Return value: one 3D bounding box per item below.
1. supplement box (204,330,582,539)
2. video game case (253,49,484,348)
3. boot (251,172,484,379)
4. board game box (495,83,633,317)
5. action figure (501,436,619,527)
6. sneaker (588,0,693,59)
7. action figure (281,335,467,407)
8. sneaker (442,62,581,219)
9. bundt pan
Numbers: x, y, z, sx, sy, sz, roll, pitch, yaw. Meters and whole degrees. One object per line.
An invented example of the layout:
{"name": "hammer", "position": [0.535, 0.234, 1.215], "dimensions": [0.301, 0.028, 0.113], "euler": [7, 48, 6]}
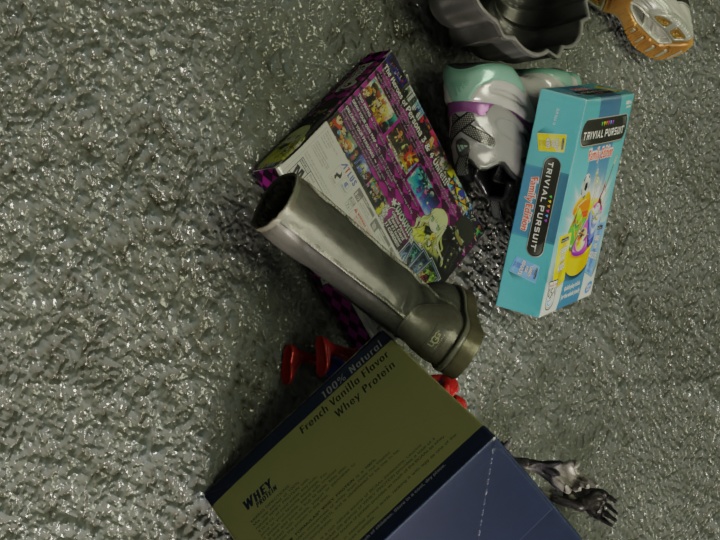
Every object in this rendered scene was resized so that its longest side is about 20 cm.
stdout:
{"name": "supplement box", "position": [0.021, 0.189, 1.346], "dimensions": [0.200, 0.200, 0.134], "euler": [-43, 122, -4]}
{"name": "video game case", "position": [0.013, -0.058, 1.512], "dimensions": [0.181, 0.036, 0.200], "euler": [-49, 121, -35]}
{"name": "boot", "position": [0.001, -0.002, 1.413], "dimensions": [0.200, 0.182, 0.073], "euler": [32, 92, -10]}
{"name": "board game box", "position": [0.190, -0.068, 1.612], "dimensions": [0.151, 0.047, 0.201], "euler": [-17, 121, -64]}
{"name": "action figure", "position": [0.167, 0.224, 1.612], "dimensions": [0.200, 0.102, 0.119], "euler": [20, 85, -45]}
{"name": "sneaker", "position": [0.269, -0.302, 1.774], "dimensions": [0.200, 0.076, 0.088], "euler": [44, 42, -38]}
{"name": "action figure", "position": [0.022, 0.124, 1.493], "dimensions": [0.200, 0.065, 0.099], "euler": [16, 69, -43]}
{"name": "sneaker", "position": [0.139, -0.117, 1.615], "dimensions": [0.200, 0.078, 0.140], "euler": [-4, 96, -51]}
{"name": "bundt pan", "position": [0.120, -0.278, 1.589], "dimensions": [0.202, 0.076, 0.202], "euler": [17, 66, -44]}
